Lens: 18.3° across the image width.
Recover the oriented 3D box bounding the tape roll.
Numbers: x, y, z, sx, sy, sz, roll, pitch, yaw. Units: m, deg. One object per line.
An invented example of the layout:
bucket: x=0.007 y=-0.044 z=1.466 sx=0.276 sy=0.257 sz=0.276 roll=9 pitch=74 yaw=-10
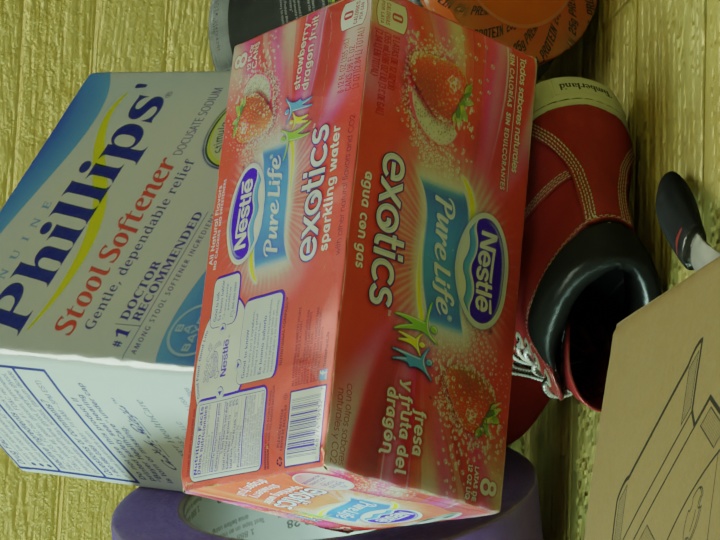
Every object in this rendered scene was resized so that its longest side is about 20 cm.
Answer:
tape roll: x=-0.013 y=0.142 z=1.036 sx=0.200 sy=0.198 sz=0.086 roll=-122 pitch=26 yaw=-76

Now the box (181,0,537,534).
box: x=0.000 y=0.000 z=0.926 sx=0.102 sy=0.094 sz=0.201 roll=-16 pitch=62 yaw=49

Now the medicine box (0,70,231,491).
medicine box: x=-0.078 y=0.003 z=1.069 sx=0.103 sy=0.199 sz=0.183 roll=56 pitch=-130 yaw=-39

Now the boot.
boot: x=0.077 y=0.037 z=0.971 sx=0.145 sy=0.072 sz=0.201 roll=-97 pitch=17 yaw=-47

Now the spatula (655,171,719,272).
spatula: x=0.127 y=-0.003 z=0.791 sx=0.200 sy=0.020 sz=0.057 roll=-108 pitch=24 yaw=-71

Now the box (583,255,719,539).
box: x=0.104 y=0.078 z=0.691 sx=0.200 sy=0.021 sz=0.165 roll=129 pitch=152 yaw=-74

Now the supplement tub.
supplement tub: x=0.020 y=-0.130 z=1.095 sx=0.200 sy=0.122 sz=0.123 roll=-10 pitch=75 yaw=58
